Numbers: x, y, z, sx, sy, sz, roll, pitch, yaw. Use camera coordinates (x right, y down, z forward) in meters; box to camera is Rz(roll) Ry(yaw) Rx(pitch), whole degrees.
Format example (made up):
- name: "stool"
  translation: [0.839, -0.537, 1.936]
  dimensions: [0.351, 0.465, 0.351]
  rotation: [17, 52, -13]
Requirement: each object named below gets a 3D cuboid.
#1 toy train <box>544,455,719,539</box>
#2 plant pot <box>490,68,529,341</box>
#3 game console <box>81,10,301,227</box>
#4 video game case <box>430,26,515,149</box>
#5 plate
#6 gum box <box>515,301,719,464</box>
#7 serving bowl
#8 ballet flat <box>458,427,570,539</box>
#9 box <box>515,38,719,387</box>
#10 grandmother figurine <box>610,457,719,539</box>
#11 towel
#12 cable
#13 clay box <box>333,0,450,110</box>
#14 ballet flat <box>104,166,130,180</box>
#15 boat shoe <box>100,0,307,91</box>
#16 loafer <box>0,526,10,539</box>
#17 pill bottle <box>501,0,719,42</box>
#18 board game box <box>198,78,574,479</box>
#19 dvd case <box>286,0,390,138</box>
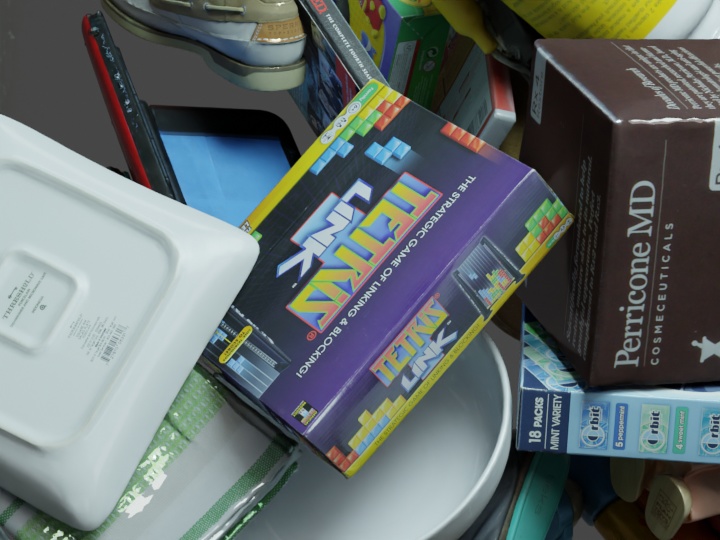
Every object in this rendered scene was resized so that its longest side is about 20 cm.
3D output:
- name: "toy train"
  translation: [0.190, 0.185, 1.389]
  dimensions: [0.116, 0.085, 0.200]
  rotation: [-23, 64, -36]
- name: "plant pot"
  translation: [0.153, -0.050, 1.526]
  dimensions: [0.186, 0.186, 0.200]
  rotation: [23, 57, -5]
- name: "game console"
  translation: [-0.087, -0.064, 1.453]
  dimensions: [0.118, 0.172, 0.200]
  rotation: [-20, 55, -6]
- name: "video game case"
  translation: [0.064, -0.132, 1.561]
  dimensions: [0.017, 0.143, 0.200]
  rotation: [11, 48, -18]
- name: "plate"
  translation: [-0.189, 0.021, 1.302]
  dimensions: [0.200, 0.032, 0.200]
  rotation: [26, 74, 14]
- name: "gum box"
  translation: [0.196, 0.065, 1.363]
  dimensions: [0.200, 0.045, 0.170]
  rotation: [3, 19, 4]
- name: "serving bowl"
  translation: [0.000, 0.107, 1.344]
  dimensions: [0.200, 0.066, 0.200]
  rotation: [-10, 51, 13]
- name: "ballet flat"
  translation: [0.068, 0.185, 1.337]
  dimensions: [0.073, 0.073, 0.200]
  rotation: [20, 72, -7]
- name: "box"
  translation: [0.211, -0.039, 1.338]
  dimensions: [0.200, 0.166, 0.164]
  rotation: [-2, 22, -13]
- name: "grandmother figurine"
  translation: [0.254, 0.112, 1.377]
  dimensions: [0.200, 0.061, 0.121]
  rotation: [-14, 53, -32]
- name: "towel"
  translation: [-0.153, 0.096, 1.301]
  dimensions: [0.200, 0.031, 0.149]
  rotation: [39, 72, 15]
- name: "cable"
  translation: [0.112, -0.130, 1.468]
  dimensions: [0.097, 0.050, 0.200]
  rotation: [-11, 71, -45]
- name: "clay box"
  translation: [-0.010, -0.192, 1.581]
  dimensions: [0.048, 0.115, 0.200]
  rotation: [-13, 46, -28]
- name: "ballet flat"
  translation: [-0.158, 0.016, 1.388]
  dimensions: [0.068, 0.068, 0.200]
  rotation: [-7, 52, -17]
- name: "boat shoe"
  translation: [-0.105, -0.186, 1.535]
  dimensions: [0.075, 0.069, 0.200]
  rotation: [-18, 33, -39]
- name: "loafer"
  translation: [-0.245, 0.145, 1.242]
  dimensions: [0.070, 0.068, 0.201]
  rotation: [-38, 75, -22]
- name: "pill bottle"
  translation: [0.156, -0.186, 1.424]
  dimensions: [0.200, 0.111, 0.111]
  rotation: [39, 45, -11]
- name: "board game box"
  translation: [0.000, 0.000, 1.312]
  dimensions: [0.200, 0.057, 0.165]
  rotation: [-49, 41, -7]
- name: "dvd case"
  translation: [-0.024, -0.135, 1.527]
  dimensions: [0.022, 0.146, 0.200]
  rotation: [-26, 63, -14]
